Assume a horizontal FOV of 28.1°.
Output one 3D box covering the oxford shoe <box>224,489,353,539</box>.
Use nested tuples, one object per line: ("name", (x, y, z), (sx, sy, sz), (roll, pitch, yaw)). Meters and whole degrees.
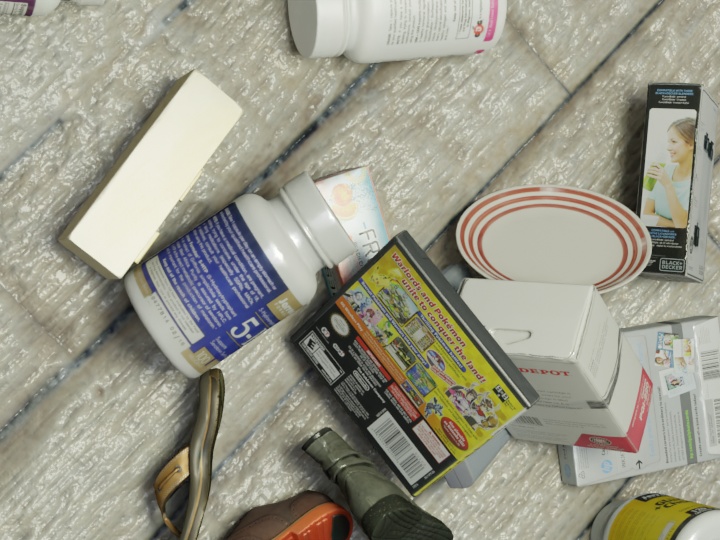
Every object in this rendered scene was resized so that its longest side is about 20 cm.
("oxford shoe", (-0.106, 0.277, 1.396), (0.199, 0.072, 0.072), (-23, 122, -27))

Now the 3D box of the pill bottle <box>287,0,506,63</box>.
("pill bottle", (0.035, -0.267, 1.433), (0.198, 0.113, 0.115), (-8, 92, -20))

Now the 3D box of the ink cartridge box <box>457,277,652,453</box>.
("ink cartridge box", (0.186, 0.094, 1.409), (0.200, 0.145, 0.085), (49, 53, -49))

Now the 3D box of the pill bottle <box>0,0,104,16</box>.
("pill bottle", (-0.330, -0.290, 1.302), (0.198, 0.112, 0.114), (1, 89, -20))

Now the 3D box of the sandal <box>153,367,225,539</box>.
("sandal", (-0.169, 0.191, 1.376), (0.054, 0.082, 0.202), (9, 87, -2))

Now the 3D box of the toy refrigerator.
("toy refrigerator", (-0.197, -0.088, 1.367), (0.070, 0.076, 0.201), (39, 77, -15))

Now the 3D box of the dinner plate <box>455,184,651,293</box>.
("dinner plate", (0.196, -0.026, 1.464), (0.198, 0.200, 0.024), (-13, 127, -19))

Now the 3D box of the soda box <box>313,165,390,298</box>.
("soda box", (0.000, 0.000, 1.440), (0.063, 0.068, 0.202), (-18, 96, -16))

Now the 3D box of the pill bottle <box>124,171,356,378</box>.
("pill bottle", (-0.109, -0.001, 1.348), (0.199, 0.120, 0.120), (-34, 101, 1))

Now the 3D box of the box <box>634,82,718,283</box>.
("box", (0.337, -0.091, 1.537), (0.060, 0.116, 0.202), (5, 88, 23))

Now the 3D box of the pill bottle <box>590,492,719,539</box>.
("pill bottle", (0.319, 0.290, 1.483), (0.111, 0.200, 0.113), (0, 89, -20))

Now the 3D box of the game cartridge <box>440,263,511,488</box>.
("game cartridge", (0.096, 0.108, 1.444), (0.041, 0.133, 0.202), (-10, 104, 25))

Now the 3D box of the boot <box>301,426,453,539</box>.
("boot", (0.018, 0.225, 1.433), (0.068, 0.200, 0.131), (-40, 58, -3))

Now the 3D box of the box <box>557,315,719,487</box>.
("box", (0.305, 0.140, 1.565), (0.198, 0.041, 0.158), (-9, 92, -20))

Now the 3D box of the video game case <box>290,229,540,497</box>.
("video game case", (0.047, 0.092, 1.367), (0.200, 0.181, 0.025), (51, 38, 6))
